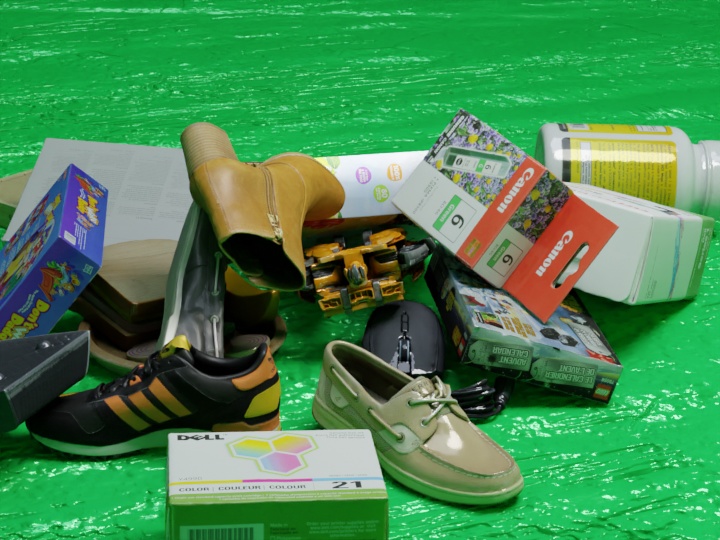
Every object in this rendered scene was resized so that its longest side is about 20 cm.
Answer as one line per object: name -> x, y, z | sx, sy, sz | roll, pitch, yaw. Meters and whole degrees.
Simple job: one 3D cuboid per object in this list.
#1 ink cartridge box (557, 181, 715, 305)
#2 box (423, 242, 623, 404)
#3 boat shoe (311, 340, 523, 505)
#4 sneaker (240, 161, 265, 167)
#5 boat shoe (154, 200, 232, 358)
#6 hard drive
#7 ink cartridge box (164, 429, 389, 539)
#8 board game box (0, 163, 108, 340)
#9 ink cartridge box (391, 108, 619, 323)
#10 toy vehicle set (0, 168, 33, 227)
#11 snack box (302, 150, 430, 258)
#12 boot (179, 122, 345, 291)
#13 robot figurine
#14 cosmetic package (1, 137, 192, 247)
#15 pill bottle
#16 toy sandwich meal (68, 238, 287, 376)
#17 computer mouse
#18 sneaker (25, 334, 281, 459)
ink cartridge box -> 0.229, -0.028, 1.576 | 0.144, 0.085, 0.200 | 17, 8, 26
box -> 0.138, 0.043, 1.476 | 0.136, 0.040, 0.200 | 15, 18, -12
boat shoe -> 0.042, 0.114, 1.288 | 0.072, 0.066, 0.199 | -17, 33, -42
sneaker -> -0.091, -0.085, 1.794 | 0.198, 0.076, 0.090 | 5, 2, -21
boat shoe -> -0.132, 0.022, 1.411 | 0.057, 0.067, 0.201 | 18, 52, -13
hard drive -> -0.312, 0.094, 1.287 | 0.198, 0.043, 0.135 | -9, 15, 25
ink cartridge box -> -0.065, 0.145, 1.192 | 0.146, 0.076, 0.200 | -1, 22, -7
board game box -> -0.280, -0.002, 1.478 | 0.045, 0.135, 0.200 | 37, 13, -18
ink cartridge box -> 0.122, -0.050, 1.473 | 0.050, 0.109, 0.200 | 33, 6, -42
toy vehicle set -> -0.308, -0.066, 1.788 | 0.199, 0.027, 0.124 | 17, 26, 35
snack box -> -0.008, -0.060, 1.642 | 0.198, 0.068, 0.169 | -4, -12, -18
boot -> -0.068, -0.037, 1.432 | 0.200, 0.071, 0.145 | 23, 35, -46
robot figurine -> 0.000, 0.000, 1.520 | 0.144, 0.059, 0.200 | -13, 7, 3
cosmetic package -> -0.234, -0.057, 1.664 | 0.198, 0.052, 0.152 | 5, 44, 8
pill bottle -> 0.288, -0.098, 1.804 | 0.198, 0.114, 0.113 | 2, 21, -1
toy sandwich meal -> -0.159, 0.032, 1.485 | 0.203, 0.071, 0.205 | 2, 21, -1
computer mouse -> 0.065, 0.067, 1.447 | 0.139, 0.046, 0.200 | 3, 21, 6
sneaker -> -0.159, 0.090, 1.306 | 0.198, 0.091, 0.070 | 0, 21, -4
